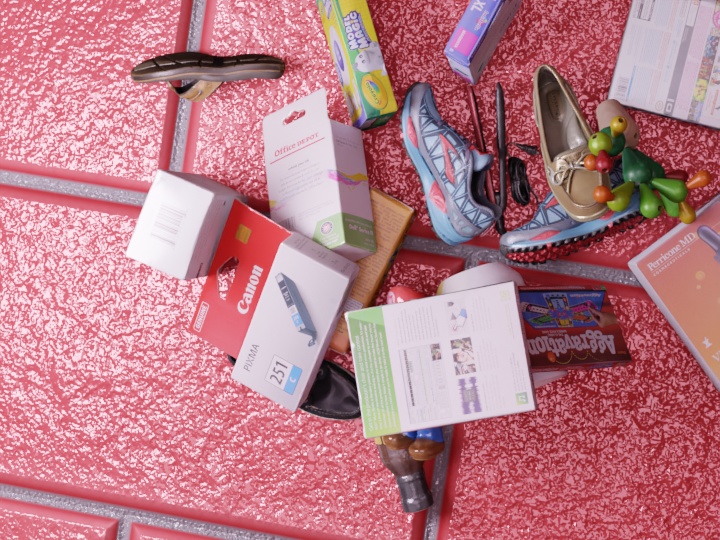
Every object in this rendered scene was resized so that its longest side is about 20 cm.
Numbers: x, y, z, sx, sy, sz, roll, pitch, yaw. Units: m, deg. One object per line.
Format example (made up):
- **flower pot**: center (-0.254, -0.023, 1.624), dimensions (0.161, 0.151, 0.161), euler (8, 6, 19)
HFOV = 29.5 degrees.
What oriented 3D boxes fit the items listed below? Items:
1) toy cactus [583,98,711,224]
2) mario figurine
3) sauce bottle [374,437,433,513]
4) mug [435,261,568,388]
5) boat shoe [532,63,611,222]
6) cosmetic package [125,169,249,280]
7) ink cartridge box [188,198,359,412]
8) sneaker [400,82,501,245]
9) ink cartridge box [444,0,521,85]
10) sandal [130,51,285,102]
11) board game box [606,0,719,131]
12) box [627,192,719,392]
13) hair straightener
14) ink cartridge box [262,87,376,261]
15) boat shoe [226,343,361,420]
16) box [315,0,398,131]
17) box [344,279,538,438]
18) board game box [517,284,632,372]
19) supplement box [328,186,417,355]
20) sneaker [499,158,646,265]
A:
- **toy cactus**: center (0.316, -0.135, 1.576), dimensions (0.102, 0.198, 0.167), euler (-44, 46, 33)
- **mario figurine**: center (0.045, 0.119, 1.607), dimensions (0.122, 0.106, 0.203), euler (0, 102, 18)
- **sauce bottle**: center (0.045, 0.199, 1.700), dimensions (0.064, 0.065, 0.203), euler (-14, 94, 7)
- **mug**: center (0.140, 0.081, 1.651), dimensions (0.184, 0.149, 0.155), euler (-18, 81, 0)
- **boat shoe**: center (0.246, -0.152, 1.627), dimensions (0.072, 0.063, 0.203), euler (-17, 61, 15)
- **cosmetic package**: center (-0.206, -0.056, 1.656), dimensions (0.080, 0.200, 0.114), euler (22, 96, 7)
- **ink cartridge box**: center (-0.114, 0.043, 1.627), dimensions (0.175, 0.045, 0.202), euler (28, 118, 9)
- **sneaker**: center (0.117, -0.138, 1.663), dimensions (0.094, 0.079, 0.203), euler (-16, 98, 28)
- **ink cartridge box**: center (0.146, -0.290, 1.609), dimensions (0.042, 0.200, 0.120), euler (30, 94, 4)
- **sandal**: center (-0.192, -0.241, 1.723), dimensions (0.197, 0.082, 0.055), euler (-1, 113, 0)
- **board game box**: center (0.410, -0.250, 1.648), dimensions (0.197, 0.064, 0.150), euler (15, 94, 8)
- **box**: center (0.438, 0.028, 1.629), dimensions (0.152, 0.106, 0.201), euler (-37, 87, 6)
- **hair straightener**: center (0.184, -0.133, 1.687), dimensions (0.076, 0.041, 0.203), euler (-10, 90, 7)
- **ink cartridge box**: center (-0.052, -0.105, 1.665), dimensions (0.116, 0.067, 0.203), euler (-20, 68, 37)
- **boat shoe**: center (-0.081, 0.133, 1.712), dimensions (0.198, 0.066, 0.075), euler (31, 94, 5)
- **box**: center (-0.009, -0.277, 1.667), dimensions (0.048, 0.117, 0.203), euler (-15, 88, -8)
- **box**: center (0.090, 0.101, 1.532), dimensions (0.197, 0.036, 0.147), euler (-10, 83, 11)
- **board game box**: center (0.234, 0.067, 1.613), dimensions (0.019, 0.198, 0.104), euler (-37, 63, 44)
- **supplement box**: center (0.000, 0.000, 1.700), dimensions (0.068, 0.067, 0.202), euler (24, 95, 5)
- **sneaker**: center (0.255, -0.074, 1.672), dimensions (0.197, 0.079, 0.097), euler (-21, 73, -3)
